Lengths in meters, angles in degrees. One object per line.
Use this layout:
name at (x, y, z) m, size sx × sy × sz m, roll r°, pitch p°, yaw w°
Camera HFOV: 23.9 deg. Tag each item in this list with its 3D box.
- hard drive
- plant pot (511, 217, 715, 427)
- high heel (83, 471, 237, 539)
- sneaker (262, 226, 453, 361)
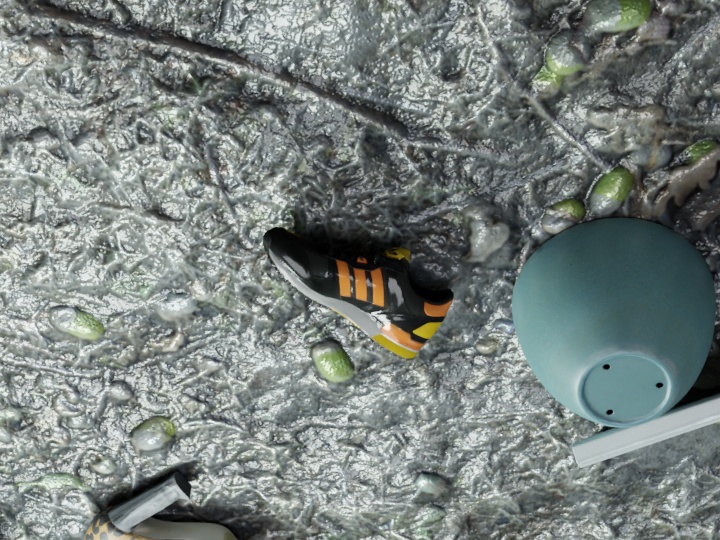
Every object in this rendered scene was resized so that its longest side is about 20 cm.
hard drive at (0.317, 0.149, 1.693) m, size 0.199 × 0.132 × 0.027 m, roll -20°, pitch 83°, yaw 16°
plant pot at (0.246, 0.070, 1.624) m, size 0.199 × 0.135 × 0.201 m, roll 1°, pitch 126°, yaw 2°
high heel at (-0.204, 0.328, 1.861) m, size 0.142 × 0.071 × 0.201 m, roll -30°, pitch 104°, yaw 15°
sneaker at (0.000, 0.000, 1.632) m, size 0.200 × 0.070 × 0.090 m, roll 36°, pitch 105°, yaw -22°
